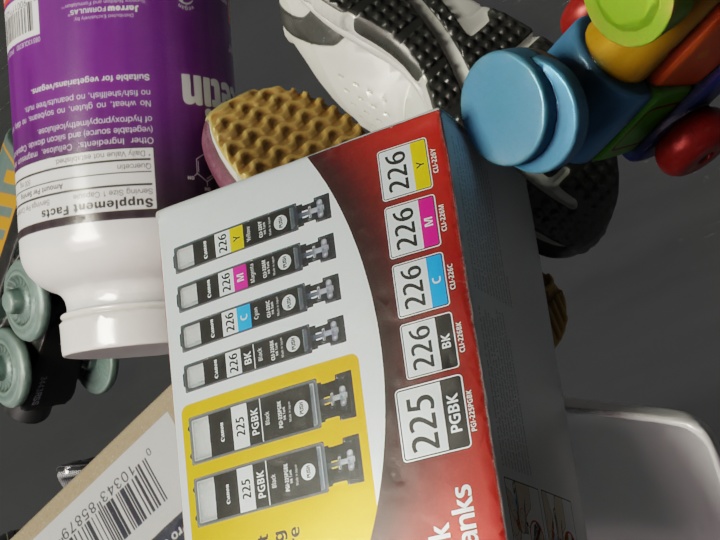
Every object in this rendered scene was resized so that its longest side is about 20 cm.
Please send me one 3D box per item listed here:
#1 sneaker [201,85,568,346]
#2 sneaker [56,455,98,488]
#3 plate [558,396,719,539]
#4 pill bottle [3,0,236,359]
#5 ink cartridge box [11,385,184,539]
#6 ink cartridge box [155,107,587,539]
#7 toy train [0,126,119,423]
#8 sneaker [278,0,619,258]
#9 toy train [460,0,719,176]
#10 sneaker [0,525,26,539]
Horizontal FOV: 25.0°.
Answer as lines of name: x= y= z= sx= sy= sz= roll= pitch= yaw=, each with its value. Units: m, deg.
sneaker: x=0.000 y=0.000 z=0.749 sx=0.200 sy=0.075 sz=0.090 roll=40 pitch=144 yaw=18
sneaker: x=-0.088 y=0.103 z=0.843 sx=0.076 sy=0.113 sz=0.200 roll=58 pitch=135 yaw=24
plate: x=0.094 y=0.121 z=0.700 sx=0.198 sy=0.032 sz=0.201 roll=4 pitch=129 yaw=42
pill bottle: x=-0.114 y=-0.061 z=0.798 sx=0.112 sy=0.112 sz=0.202 roll=-11 pitch=81 yaw=45
ink cartridge box: x=-0.084 y=0.169 z=0.733 sx=0.200 sy=0.075 sz=0.165 roll=-44 pitch=58 yaw=11
ink cartridge box: x=-0.014 y=0.067 z=0.621 sx=0.174 sy=0.084 sz=0.202 roll=-18 pitch=66 yaw=25
toy train: x=-0.179 y=-0.008 z=0.929 sx=0.114 sy=0.085 sz=0.201 roll=50 pitch=131 yaw=33
sneaker: x=0.036 y=-0.081 z=0.719 sx=0.200 sy=0.073 sz=0.080 roll=49 pitch=158 yaw=16
toy train: x=0.125 y=-0.110 z=0.578 sx=0.085 sy=0.115 sz=0.200 roll=56 pitch=133 yaw=15
sneaker: x=-0.195 y=0.261 z=1.002 sx=0.076 sy=0.114 sz=0.201 roll=-29 pitch=84 yaw=46
